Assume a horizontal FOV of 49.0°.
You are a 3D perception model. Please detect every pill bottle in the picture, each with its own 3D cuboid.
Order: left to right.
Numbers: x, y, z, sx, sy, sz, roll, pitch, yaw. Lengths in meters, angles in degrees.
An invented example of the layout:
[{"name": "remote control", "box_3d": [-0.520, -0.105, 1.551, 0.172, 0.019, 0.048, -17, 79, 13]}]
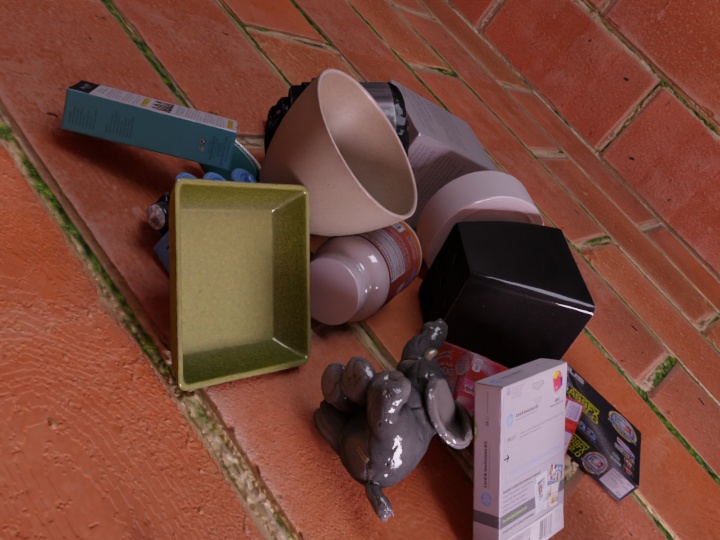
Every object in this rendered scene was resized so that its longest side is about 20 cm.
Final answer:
[{"name": "pill bottle", "box_3d": [0.000, 0.000, 1.040, 0.112, 0.113, 0.200, 44, 28, 7]}]

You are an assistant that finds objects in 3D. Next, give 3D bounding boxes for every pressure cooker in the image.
[{"name": "pressure cooker", "box_3d": [-0.040, -0.184, 1.135, 0.196, 0.180, 0.179, -3, 10, -10]}]

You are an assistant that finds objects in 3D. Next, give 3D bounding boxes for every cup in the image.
[{"name": "cup", "box_3d": [-0.042, -0.123, 0.980, 0.200, 0.142, 0.203, 41, 34, -35]}]

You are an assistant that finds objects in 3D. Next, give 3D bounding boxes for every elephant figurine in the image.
[{"name": "elephant figurine", "box_3d": [0.058, 0.151, 0.869, 0.198, 0.158, 0.140, 1, 18, -47]}]

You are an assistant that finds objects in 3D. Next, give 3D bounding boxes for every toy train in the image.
[{"name": "toy train", "box_3d": [-0.167, -0.053, 0.938, 0.115, 0.086, 0.199, 56, 27, 8]}]

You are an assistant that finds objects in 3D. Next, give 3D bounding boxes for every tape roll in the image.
[{"name": "tape roll", "box_3d": [0.193, -0.058, 1.275, 0.200, 0.203, 0.071, 22, 32, -32]}]

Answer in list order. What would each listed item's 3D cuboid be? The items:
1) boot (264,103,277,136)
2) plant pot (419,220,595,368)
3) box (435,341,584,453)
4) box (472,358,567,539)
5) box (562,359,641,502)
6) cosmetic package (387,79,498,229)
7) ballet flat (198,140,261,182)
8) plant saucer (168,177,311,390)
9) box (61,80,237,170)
[{"name": "boot", "box_3d": [-0.080, -0.229, 1.316, 0.160, 0.074, 0.200, 21, 32, -23]}, {"name": "plant pot", "box_3d": [0.195, 0.043, 1.163, 0.174, 0.202, 0.201, 17, 34, -15]}, {"name": "box", "box_3d": [0.170, 0.172, 0.993, 0.198, 0.101, 0.095, 25, -5, -27]}, {"name": "box", "box_3d": [0.183, 0.214, 0.895, 0.041, 0.204, 0.155, 6, 9, 40]}, {"name": "box", "box_3d": [0.345, 0.234, 1.219, 0.200, 0.044, 0.160, 44, 28, 3]}, {"name": "cosmetic package", "box_3d": [0.100, -0.190, 1.380, 0.198, 0.165, 0.166, 20, 34, -36]}, {"name": "ballet flat", "box_3d": [-0.147, -0.115, 1.081, 0.199, 0.069, 0.070, 41, 27, -11]}, {"name": "plant saucer", "box_3d": [-0.133, 0.009, 0.835, 0.198, 0.047, 0.204, -4, 95, -54]}, {"name": "box", "box_3d": [-0.249, -0.176, 0.952, 0.196, 0.050, 0.082, 13, 17, -12]}]
